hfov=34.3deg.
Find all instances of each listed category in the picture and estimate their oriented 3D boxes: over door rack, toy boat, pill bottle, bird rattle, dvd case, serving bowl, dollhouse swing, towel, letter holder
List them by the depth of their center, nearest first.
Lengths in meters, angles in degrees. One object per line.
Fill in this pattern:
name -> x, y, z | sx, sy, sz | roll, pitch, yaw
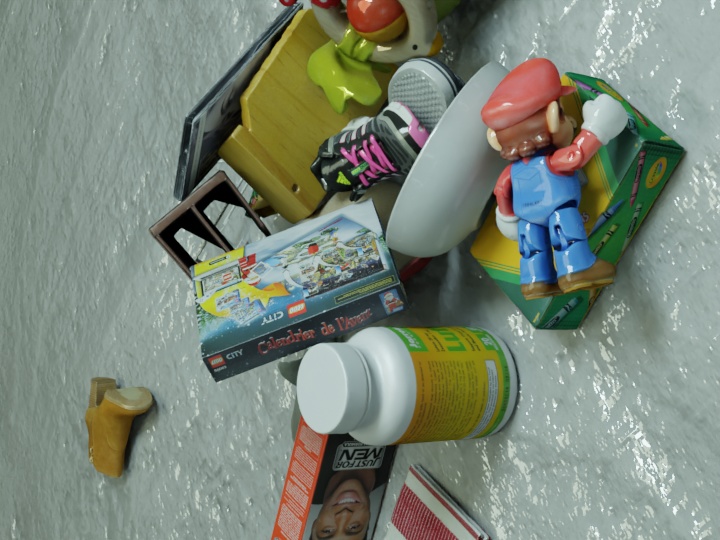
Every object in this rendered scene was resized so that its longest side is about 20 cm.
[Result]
serving bowl -> 0.103, -0.091, 1.095 | 0.066, 0.200, 0.201 | 33, 119, 11
pill bottle -> 0.043, 0.110, 1.116 | 0.111, 0.199, 0.112 | -4, 86, 53
bird rattle -> -0.003, -0.265, 1.148 | 0.162, 0.201, 0.113 | 1, 43, 31
towel -> 0.064, 0.325, 1.224 | 0.144, 0.023, 0.201 | 38, 116, 51
dvd case -> -0.129, -0.179, 1.235 | 0.016, 0.200, 0.149 | 33, 149, 5
toy boat -> 0.000, 0.000, 1.259 | 0.200, 0.131, 0.131 | -38, 51, 7
dollhouse swing -> -0.083, -0.174, 1.297 | 0.175, 0.182, 0.201 | 8, 60, 51
letter holder -> -0.146, -0.022, 1.303 | 0.142, 0.100, 0.200 | 51, 177, -5
over door rack -> -0.164, -0.111, 1.474 | 0.148, 0.066, 0.201 | -69, 0, -73

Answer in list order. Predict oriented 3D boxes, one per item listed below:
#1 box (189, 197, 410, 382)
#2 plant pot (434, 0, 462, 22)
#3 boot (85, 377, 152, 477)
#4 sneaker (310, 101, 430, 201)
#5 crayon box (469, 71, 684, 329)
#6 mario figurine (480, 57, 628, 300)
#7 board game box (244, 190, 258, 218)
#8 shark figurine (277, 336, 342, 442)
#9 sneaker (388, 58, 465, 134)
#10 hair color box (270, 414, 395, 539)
box -> -0.063, 0.016, 1.135 | 0.137, 0.199, 0.038 | -107, -6, -48
plant pot -> 0.069, -0.343, 1.164 | 0.200, 0.186, 0.188 | 114, 142, -50
boot -> -0.373, 0.251, 1.806 | 0.201, 0.070, 0.145 | 9, 101, 57
sneaker -> 0.008, -0.109, 1.148 | 0.074, 0.087, 0.200 | 53, 164, -16
crayon box -> 0.189, -0.060, 1.051 | 0.119, 0.058, 0.201 | 53, 128, 42
mario figurine -> 0.169, -0.081, 0.989 | 0.123, 0.106, 0.201 | -10, 87, 10
board game box -> -0.095, -0.168, 1.439 | 0.105, 0.023, 0.201 | -66, -3, -68
shark figurine -> -0.068, 0.092, 1.374 | 0.128, 0.089, 0.216 | -17, 75, 51
sneaker -> 0.075, -0.165, 1.141 | 0.078, 0.079, 0.200 | 47, 166, 7
hair color box -> -0.028, 0.234, 1.290 | 0.061, 0.101, 0.201 | 33, 114, 50
